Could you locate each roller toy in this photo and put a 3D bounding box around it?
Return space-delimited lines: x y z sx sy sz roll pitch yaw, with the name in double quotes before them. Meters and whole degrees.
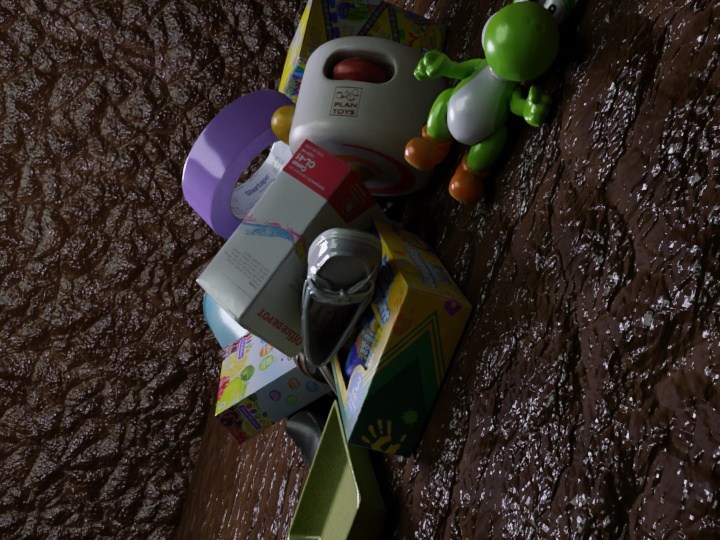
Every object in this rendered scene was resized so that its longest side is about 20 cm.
"roller toy" 0.007 -0.174 0.844 0.181 0.197 0.143 -12 61 59

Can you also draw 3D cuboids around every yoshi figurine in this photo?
"yoshi figurine" 0.112 -0.158 0.616 0.202 0.110 0.113 -61 35 36

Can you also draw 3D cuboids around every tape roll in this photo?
"tape roll" -0.144 -0.141 0.963 0.199 0.065 0.201 -42 -21 -19

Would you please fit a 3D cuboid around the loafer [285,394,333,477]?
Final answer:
"loafer" -0.069 0.224 0.956 0.200 0.071 0.074 -133 60 -74

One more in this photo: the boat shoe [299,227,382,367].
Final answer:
"boat shoe" -0.024 0.029 0.700 0.203 0.073 0.066 119 156 -56

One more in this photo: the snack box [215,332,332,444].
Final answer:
"snack box" -0.106 0.128 1.010 0.197 0.068 0.170 -31 27 8

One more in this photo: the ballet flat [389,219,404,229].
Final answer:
"ballet flat" 0.000 0.000 0.946 0.068 0.061 0.202 -86 18 -45

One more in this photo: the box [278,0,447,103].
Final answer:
"box" -0.007 -0.283 1.012 0.200 0.189 0.125 154 131 -70

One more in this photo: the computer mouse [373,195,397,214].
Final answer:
"computer mouse" -0.013 -0.029 0.965 0.201 0.058 0.034 -51 39 33

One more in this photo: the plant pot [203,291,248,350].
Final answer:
"plant pot" -0.177 0.100 1.310 0.188 0.196 0.204 49 124 55

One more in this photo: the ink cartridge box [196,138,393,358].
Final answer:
"ink cartridge box" -0.068 -0.020 0.800 0.201 0.085 0.148 -51 -30 -5

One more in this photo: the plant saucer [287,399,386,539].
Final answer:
"plant saucer" -0.026 0.282 0.778 0.200 0.047 0.204 -116 43 -70

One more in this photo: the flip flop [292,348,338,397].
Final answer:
"flip flop" -0.060 0.097 0.883 0.080 0.199 0.058 -15 -38 -54

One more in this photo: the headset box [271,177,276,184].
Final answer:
"headset box" -0.057 -0.084 1.004 0.199 0.093 0.175 -40 -9 -36

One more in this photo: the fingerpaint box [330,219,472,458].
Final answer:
"fingerpaint box" 0.030 0.061 0.741 0.201 0.072 0.170 -111 39 -67
